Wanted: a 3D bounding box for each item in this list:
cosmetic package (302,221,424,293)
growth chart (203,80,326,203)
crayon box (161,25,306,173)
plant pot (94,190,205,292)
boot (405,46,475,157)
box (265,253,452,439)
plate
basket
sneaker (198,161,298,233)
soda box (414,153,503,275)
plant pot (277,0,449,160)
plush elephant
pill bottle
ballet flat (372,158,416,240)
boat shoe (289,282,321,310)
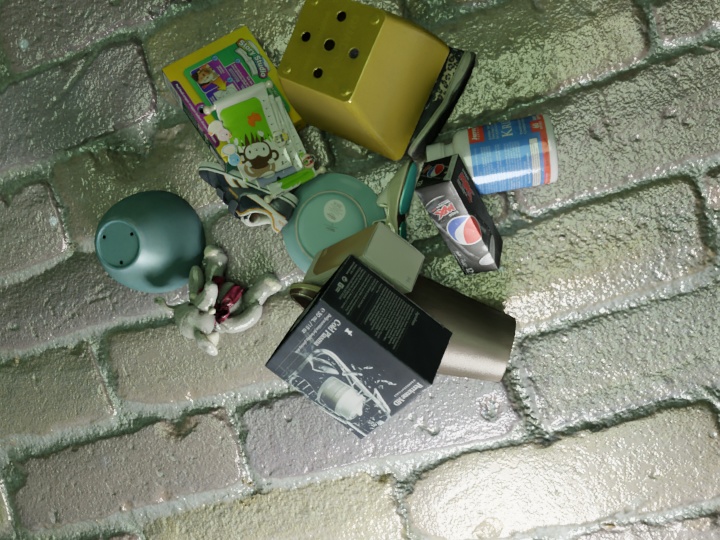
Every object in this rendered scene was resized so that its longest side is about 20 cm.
[{"bbox_3d":[0.000,0.000,0.987,0.105,0.200,0.071,37,60,-22],"label":"cosmetic package"},{"bbox_3d":[-0.164,-0.216,1.016,0.145,0.018,0.200,-36,115,-12],"label":"growth chart"},{"bbox_3d":[-0.219,-0.303,1.056,0.172,0.058,0.200,-34,87,-15],"label":"crayon box"},{"bbox_3d":[-0.412,-0.051,1.113,0.199,0.135,0.201,1,95,12],"label":"plant pot"},{"bbox_3d":[0.085,-0.306,1.011,0.153,0.073,0.204,30,85,10],"label":"boot"},{"bbox_3d":[-0.005,0.119,0.907,0.196,0.124,0.200,37,132,-4],"label":"box"},{"bbox_3d":[-0.052,-0.077,1.090,0.199,0.026,0.201,1,95,13],"label":"plate"},{"bbox_3d":[0.150,0.105,1.010,0.199,0.136,0.181,14,110,7],"label":"basket"},{"bbox_3d":[-0.217,-0.132,1.084,0.199,0.078,0.080,22,82,13],"label":"sneaker"},{"bbox_3d":[0.163,-0.084,0.959,0.063,0.071,0.200,-10,133,33],"label":"soda box"},{"bbox_3d":[-0.011,-0.313,0.917,0.200,0.176,0.201,27,97,22],"label":"plant pot"},{"bbox_3d":[-0.273,0.064,1.081,0.164,0.155,0.200,33,100,8],"label":"plush elephant"},{"bbox_3d":[0.213,-0.183,0.979,0.199,0.112,0.113,-9,93,12],"label":"pill bottle"},{"bbox_3d":[0.054,-0.096,1.046,0.069,0.069,0.201,8,96,11],"label":"ballet flat"},{"bbox_3d":[-0.047,0.093,1.030,0.072,0.200,0.072,-10,50,46],"label":"boat shoe"}]
